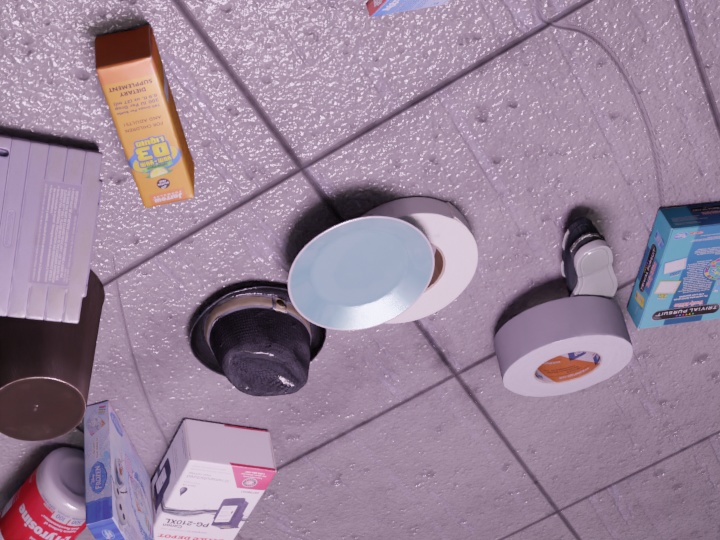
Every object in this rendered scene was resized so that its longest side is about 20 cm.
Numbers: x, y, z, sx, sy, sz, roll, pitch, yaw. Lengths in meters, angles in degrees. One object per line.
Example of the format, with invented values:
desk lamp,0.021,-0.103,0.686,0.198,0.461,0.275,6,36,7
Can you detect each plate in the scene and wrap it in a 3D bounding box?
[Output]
plate,0.000,0.000,1.428,0.197,0.026,0.202,-8,134,-9

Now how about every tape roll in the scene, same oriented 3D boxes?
tape roll,0.301,0.116,1.619,0.197,0.067,0.201,-8,149,-5
tape roll,0.061,-0.012,1.479,0.200,0.037,0.205,-9,133,-10

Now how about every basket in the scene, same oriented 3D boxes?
basket,-0.394,0.092,1.317,0.179,0.201,0.137,17,125,-29

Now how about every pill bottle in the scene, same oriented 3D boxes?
pill bottle,-0.466,0.363,1.611,0.111,0.113,0.200,24,121,-34

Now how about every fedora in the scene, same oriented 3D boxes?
fedora,-0.135,0.115,1.495,0.198,0.092,0.202,-9,134,-9

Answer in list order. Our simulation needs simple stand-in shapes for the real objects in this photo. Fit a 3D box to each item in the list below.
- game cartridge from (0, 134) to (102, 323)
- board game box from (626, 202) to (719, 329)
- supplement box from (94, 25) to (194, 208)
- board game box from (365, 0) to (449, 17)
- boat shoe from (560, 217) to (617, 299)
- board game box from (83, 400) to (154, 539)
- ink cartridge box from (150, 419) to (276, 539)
game cartridge,-0.369,-0.045,1.246,0.128,0.038,0.203,7,95,-28
board game box,0.492,-0.007,1.612,0.149,0.047,0.202,-6,134,-12
supplement box,-0.238,-0.167,1.218,0.066,0.069,0.201,-13,137,-2
board game box,0.090,-0.315,1.116,0.102,0.020,0.200,-17,176,-27
boat shoe,0.324,-0.004,1.552,0.075,0.061,0.201,-17,149,-4
board game box,-0.342,0.327,1.556,0.043,0.200,0.201,-14,135,-1
ink cartridge box,-0.236,0.332,1.674,0.143,0.085,0.201,12,127,-26
